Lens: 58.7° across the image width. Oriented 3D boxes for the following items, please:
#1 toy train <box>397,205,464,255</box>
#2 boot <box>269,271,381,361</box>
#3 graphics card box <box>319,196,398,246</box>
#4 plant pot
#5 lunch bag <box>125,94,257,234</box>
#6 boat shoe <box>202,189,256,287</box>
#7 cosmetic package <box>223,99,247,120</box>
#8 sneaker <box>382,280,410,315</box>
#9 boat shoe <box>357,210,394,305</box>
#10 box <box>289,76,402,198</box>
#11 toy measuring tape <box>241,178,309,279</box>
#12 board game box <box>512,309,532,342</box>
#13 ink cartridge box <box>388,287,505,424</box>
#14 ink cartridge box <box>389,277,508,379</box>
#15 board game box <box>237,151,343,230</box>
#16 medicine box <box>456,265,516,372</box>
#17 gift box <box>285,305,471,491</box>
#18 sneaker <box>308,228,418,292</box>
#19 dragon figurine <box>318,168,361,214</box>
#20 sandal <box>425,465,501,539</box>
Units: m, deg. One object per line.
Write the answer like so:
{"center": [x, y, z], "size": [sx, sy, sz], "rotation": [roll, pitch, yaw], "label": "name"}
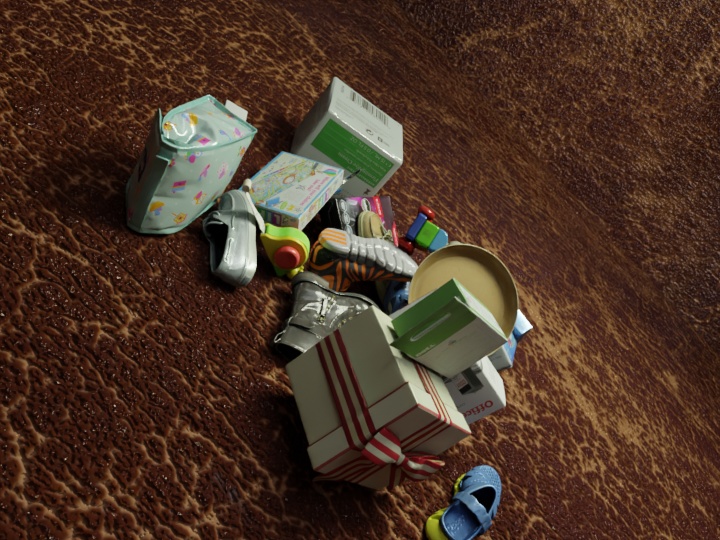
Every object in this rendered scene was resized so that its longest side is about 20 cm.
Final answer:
{"center": [0.140, -0.048, 1.242], "size": [0.116, 0.085, 0.200], "rotation": [33, -3, 6], "label": "toy train"}
{"center": [-0.049, 0.105, 1.031], "size": [0.200, 0.069, 0.174], "rotation": [26, 39, -20], "label": "boot"}
{"center": [0.002, -0.084, 1.287], "size": [0.200, 0.051, 0.126], "rotation": [-10, 89, -54], "label": "graphics card box"}
{"center": [0.174, 0.055, 1.102], "size": [0.200, 0.200, 0.027], "rotation": [41, -13, -5], "label": "plant pot"}
{"center": [-0.273, -0.158, 0.975], "size": [0.122, 0.170, 0.200], "rotation": [37, 31, 0], "label": "lunch bag"}
{"center": [-0.213, -0.064, 1.027], "size": [0.071, 0.070, 0.201], "rotation": [24, 37, -38], "label": "boat shoe"}
{"center": [-0.257, -0.229, 1.177], "size": [0.051, 0.083, 0.200], "rotation": [26, 33, -23], "label": "cosmetic package"}
{"center": [0.082, 0.086, 1.137], "size": [0.074, 0.082, 0.200], "rotation": [27, 52, -21], "label": "sneaker"}
{"center": [0.053, -0.024, 1.237], "size": [0.073, 0.063, 0.200], "rotation": [-26, 97, -54], "label": "boat shoe"}
{"center": [-0.032, -0.277, 1.420], "size": [0.199, 0.171, 0.200], "rotation": [32, 32, -19], "label": "box"}
{"center": [-0.129, -0.066, 1.051], "size": [0.074, 0.073, 0.200], "rotation": [-89, 164, -53], "label": "toy measuring tape"}
{"center": [0.271, 0.076, 1.374], "size": [0.037, 0.151, 0.200], "rotation": [-28, 70, -17], "label": "board game box"}
{"center": [0.118, 0.153, 1.016], "size": [0.200, 0.147, 0.083], "rotation": [55, 16, -13], "label": "ink cartridge box"}
{"center": [0.111, 0.074, 0.853], "size": [0.200, 0.104, 0.059], "rotation": [35, 24, -53], "label": "ink cartridge box"}
{"center": [-0.131, -0.149, 1.182], "size": [0.134, 0.034, 0.200], "rotation": [19, 38, 13], "label": "board game box"}
{"center": [0.207, 0.089, 1.222], "size": [0.200, 0.103, 0.182], "rotation": [65, 18, 1], "label": "medicine box"}
{"center": [0.018, 0.196, 0.873], "size": [0.184, 0.200, 0.187], "rotation": [31, 25, -46], "label": "gift box"}
{"center": [0.000, 0.000, 1.156], "size": [0.200, 0.112, 0.078], "rotation": [19, 33, -14], "label": "sneaker"}
{"center": [-0.075, -0.150, 1.277], "size": [0.200, 0.059, 0.099], "rotation": [-11, 47, -28], "label": "dragon figurine"}
{"center": [0.175, 0.348, 0.957], "size": [0.080, 0.087, 0.200], "rotation": [47, 28, 10], "label": "sandal"}
